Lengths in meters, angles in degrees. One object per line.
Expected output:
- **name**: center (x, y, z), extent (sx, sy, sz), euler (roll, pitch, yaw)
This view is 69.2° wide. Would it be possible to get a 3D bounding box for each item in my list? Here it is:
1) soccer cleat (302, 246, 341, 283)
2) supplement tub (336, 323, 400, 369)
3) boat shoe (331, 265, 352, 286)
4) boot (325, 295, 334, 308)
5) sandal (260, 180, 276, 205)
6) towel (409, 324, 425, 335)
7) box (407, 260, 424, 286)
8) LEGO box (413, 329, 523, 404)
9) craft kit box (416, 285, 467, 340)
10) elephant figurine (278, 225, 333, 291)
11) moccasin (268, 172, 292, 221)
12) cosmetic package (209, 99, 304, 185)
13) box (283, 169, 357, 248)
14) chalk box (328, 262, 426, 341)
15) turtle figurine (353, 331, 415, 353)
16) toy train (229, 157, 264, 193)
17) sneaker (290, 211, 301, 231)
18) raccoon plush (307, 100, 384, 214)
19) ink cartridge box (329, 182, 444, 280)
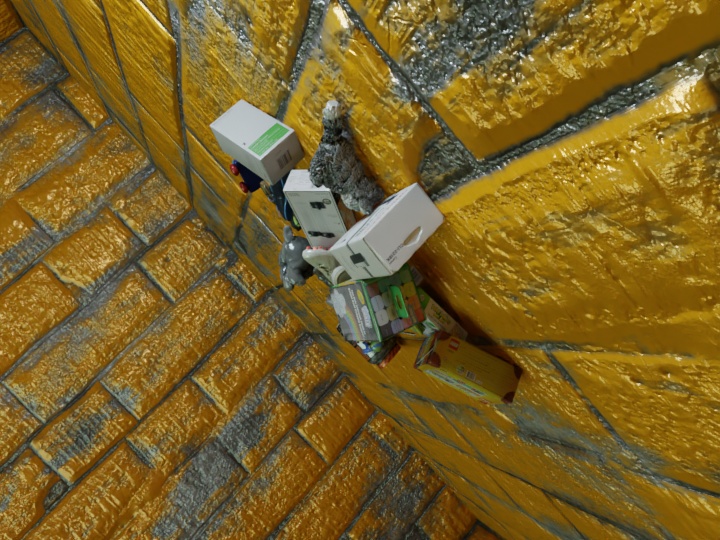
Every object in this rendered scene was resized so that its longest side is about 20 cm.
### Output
- **soccer cleat**: center (-0.066, -0.008, 1.232), extent (0.068, 0.079, 0.199), euler (2, 172, 31)
- **supplement tub**: center (0.029, 0.211, 1.676), extent (0.200, 0.123, 0.123), euler (44, 164, 4)
- **boat shoe**: center (0.000, 0.071, 1.207), extent (0.202, 0.074, 0.068), euler (60, 169, -22)
- **boot**: center (0.011, 0.083, 1.391), extent (0.196, 0.097, 0.074), euler (21, 165, 8)
- **sandal**: center (-0.200, -0.188, 1.441), extent (0.199, 0.054, 0.080), euler (40, 176, -36)
- **towel**: center (0.064, 0.094, 1.246), extent (0.198, 0.018, 0.086), euler (22, 157, 47)
- **box**: center (0.059, -0.012, 1.220), extent (0.119, 0.041, 0.199), euler (49, 166, -15)
- **LEGO box**: center (0.233, 0.219, 1.161), extent (0.197, 0.078, 0.149), euler (27, 163, -1)
- **craft kit box**: center (0.122, 0.091, 1.215), extent (0.197, 0.049, 0.199), euler (38, 167, -32)
- **elephant figurine**: center (-0.106, -0.024, 1.349), extent (0.155, 0.196, 0.144), euler (130, 131, -60)
- **moccasin**: center (-0.197, -0.214, 1.333), extent (0.067, 0.081, 0.202), euler (28, 145, 20)
- **cosmetic package**: center (-0.232, -0.289, 1.171), extent (0.199, 0.108, 0.085), euler (35, 161, 30)
- **box**: center (-0.082, -0.131, 1.165), extent (0.114, 0.061, 0.201), euler (3, 145, 20)
- **chalk box**: center (0.044, 0.066, 1.059), extent (0.199, 0.122, 0.127), euler (-13, 96, 60)
- **turtle figurine**: center (0.056, 0.126, 1.493), extent (0.143, 0.199, 0.196), euler (29, -155, -56)
- **toy train**: center (-0.332, -0.316, 1.420), extent (0.116, 0.084, 0.201), euler (51, 169, 33)
- **sneaker**: center (-0.131, -0.133, 1.320), extent (0.072, 0.082, 0.199), euler (58, 161, -9)
- **raccoon plush**: center (-0.019, -0.183, 0.930), extent (0.133, 0.097, 0.201), euler (33, 161, 13)
- **ink cartridge box**: center (0.042, -0.064, 0.948), extent (0.084, 0.144, 0.199), euler (48, 163, -11)
